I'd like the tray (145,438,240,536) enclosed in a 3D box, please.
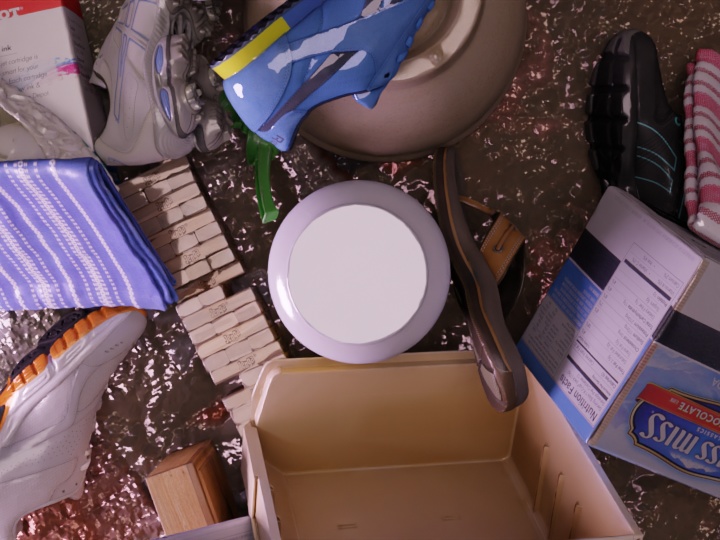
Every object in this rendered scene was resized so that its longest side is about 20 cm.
[{"bbox_3d":[-0.088,0.220,0.869,0.037,0.099,0.200,-20,91,1],"label":"tray"}]

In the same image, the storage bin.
[{"bbox_3d":[0.036,0.141,0.790,0.198,0.200,0.094,-1,119,-12],"label":"storage bin"}]

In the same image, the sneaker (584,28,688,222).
[{"bbox_3d":[0.202,-0.066,0.881,0.079,0.075,0.200,-7,100,-9],"label":"sneaker"}]

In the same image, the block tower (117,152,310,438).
[{"bbox_3d":[-0.102,0.013,0.887,0.058,0.054,0.200,-25,90,0],"label":"block tower"}]

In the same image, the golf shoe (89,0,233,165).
[{"bbox_3d":[-0.145,-0.159,0.852,0.097,0.078,0.200,-18,56,21],"label":"golf shoe"}]

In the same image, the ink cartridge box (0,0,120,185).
[{"bbox_3d":[-0.243,-0.126,0.878,0.116,0.067,0.200,-12,92,1],"label":"ink cartridge box"}]

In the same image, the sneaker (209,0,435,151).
[{"bbox_3d":[0.010,-0.149,0.747,0.200,0.066,0.078,-38,104,4],"label":"sneaker"}]

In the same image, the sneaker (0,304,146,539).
[{"bbox_3d":[-0.210,0.107,0.891,0.200,0.076,0.092,-46,110,0],"label":"sneaker"}]

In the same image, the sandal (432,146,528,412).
[{"bbox_3d":[0.087,0.000,0.837,0.055,0.082,0.200,-15,48,1],"label":"sandal"}]

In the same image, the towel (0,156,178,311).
[{"bbox_3d":[-0.230,-0.016,0.825,0.200,0.145,0.024,-3,53,16],"label":"towel"}]

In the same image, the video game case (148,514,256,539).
[{"bbox_3d":[-0.065,0.245,0.792,0.022,0.200,0.182,-19,79,21],"label":"video game case"}]

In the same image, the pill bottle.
[{"bbox_3d":[0.000,0.000,0.812,0.112,0.200,0.112,0,92,1],"label":"pill bottle"}]

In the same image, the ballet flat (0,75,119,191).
[{"bbox_3d":[-0.245,-0.091,0.811,0.200,0.072,0.072,42,91,2],"label":"ballet flat"}]

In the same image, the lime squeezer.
[{"bbox_3d":[-0.100,-0.097,0.882,0.071,0.038,0.200,-30,57,-29],"label":"lime squeezer"}]

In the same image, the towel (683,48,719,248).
[{"bbox_3d":[0.275,-0.058,0.821,0.146,0.200,0.030,25,131,-8],"label":"towel"}]

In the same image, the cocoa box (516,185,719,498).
[{"bbox_3d":[0.225,0.059,0.806,0.200,0.133,0.131,24,104,-22],"label":"cocoa box"}]

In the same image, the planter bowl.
[{"bbox_3d":[0.017,-0.174,0.841,0.200,0.135,0.200,0,92,0],"label":"planter bowl"}]
